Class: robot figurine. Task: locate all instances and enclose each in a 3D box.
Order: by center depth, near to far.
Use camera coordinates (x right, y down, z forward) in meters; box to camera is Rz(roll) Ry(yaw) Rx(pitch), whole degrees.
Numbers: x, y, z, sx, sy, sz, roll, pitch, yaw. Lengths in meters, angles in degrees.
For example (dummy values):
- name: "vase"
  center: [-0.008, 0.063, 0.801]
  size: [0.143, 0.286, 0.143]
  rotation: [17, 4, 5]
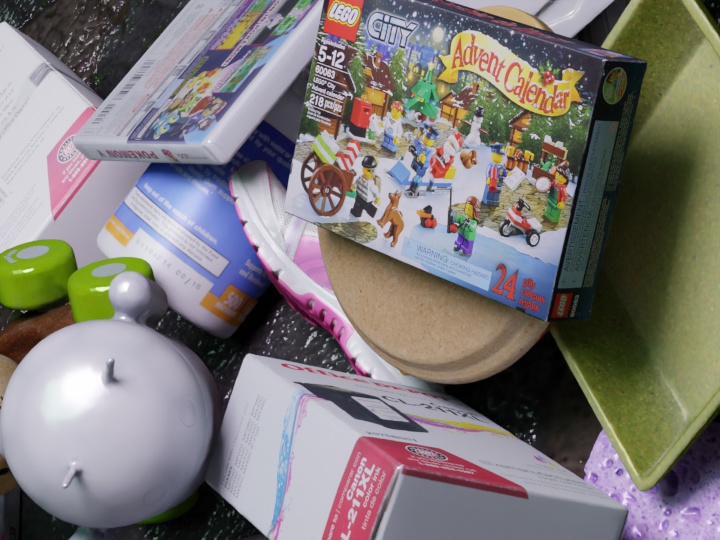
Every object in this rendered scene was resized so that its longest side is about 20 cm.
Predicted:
- name: "robot figurine"
  center: [-0.138, 0.086, 1.252]
  size: [0.112, 0.200, 0.170]
  rotation: [7, 86, 2]

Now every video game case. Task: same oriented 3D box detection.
- name: "video game case"
  center: [-0.077, -0.146, 1.417]
  size: [0.200, 0.023, 0.182]
  rotation: [-52, 28, -20]

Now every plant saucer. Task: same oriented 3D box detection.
- name: "plant saucer"
  center: [0.169, -0.022, 1.169]
  size: [0.200, 0.048, 0.200]
  rotation: [-58, 46, 38]

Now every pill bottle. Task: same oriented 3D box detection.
- name: "pill bottle"
  center: [-0.072, -0.066, 1.456]
  size: [0.200, 0.112, 0.112]
  rotation: [-53, 43, 2]

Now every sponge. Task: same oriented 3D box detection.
- name: "sponge"
  center: [0.142, 0.170, 1.186]
  size: [0.111, 0.030, 0.201]
  rotation: [19, 78, 46]

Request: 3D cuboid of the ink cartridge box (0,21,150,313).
- name: "ink cartridge box"
  center: [-0.237, -0.071, 1.623]
  size: [0.147, 0.083, 0.200]
  rotation: [-52, 44, 4]

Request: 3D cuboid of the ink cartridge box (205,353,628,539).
- name: "ink cartridge box"
  center: [0.024, 0.120, 1.194]
  size: [0.200, 0.145, 0.083]
  rotation: [31, 105, 60]

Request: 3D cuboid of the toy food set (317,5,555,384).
- name: "toy food set"
  center: [0.048, -0.036, 1.246]
  size: [0.198, 0.049, 0.201]
  rotation: [-23, 77, 42]

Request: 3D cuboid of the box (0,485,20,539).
- name: "box"
  center: [-0.313, 0.192, 1.508]
  size: [0.132, 0.115, 0.201]
  rotation: [-25, 52, 29]

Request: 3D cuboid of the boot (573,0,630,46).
- name: "boot"
  center: [0.161, -0.068, 1.297]
  size: [0.096, 0.073, 0.201]
  rotation: [-42, 47, 47]

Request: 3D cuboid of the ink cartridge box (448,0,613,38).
- name: "ink cartridge box"
  center: [0.100, -0.200, 1.347]
  size: [0.144, 0.085, 0.200]
  rotation: [-42, 17, 13]

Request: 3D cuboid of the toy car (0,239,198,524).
- name: "toy car"
  center: [-0.221, 0.096, 1.386]
  size: [0.157, 0.165, 0.200]
  rotation: [12, 29, 44]

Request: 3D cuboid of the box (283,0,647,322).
- name: "box"
  center: [0.050, -0.068, 1.182]
  size: [0.200, 0.038, 0.137]
  rotation: [23, 108, 41]

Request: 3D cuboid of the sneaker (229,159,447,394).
- name: "sneaker"
  center: [0.000, 0.000, 1.359]
  size: [0.088, 0.081, 0.200]
  rotation: [-41, 74, -5]

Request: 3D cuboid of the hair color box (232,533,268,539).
- name: "hair color box"
  center: [-0.104, 0.214, 1.253]
  size: [0.099, 0.199, 0.061]
  rotation: [46, 134, 44]
